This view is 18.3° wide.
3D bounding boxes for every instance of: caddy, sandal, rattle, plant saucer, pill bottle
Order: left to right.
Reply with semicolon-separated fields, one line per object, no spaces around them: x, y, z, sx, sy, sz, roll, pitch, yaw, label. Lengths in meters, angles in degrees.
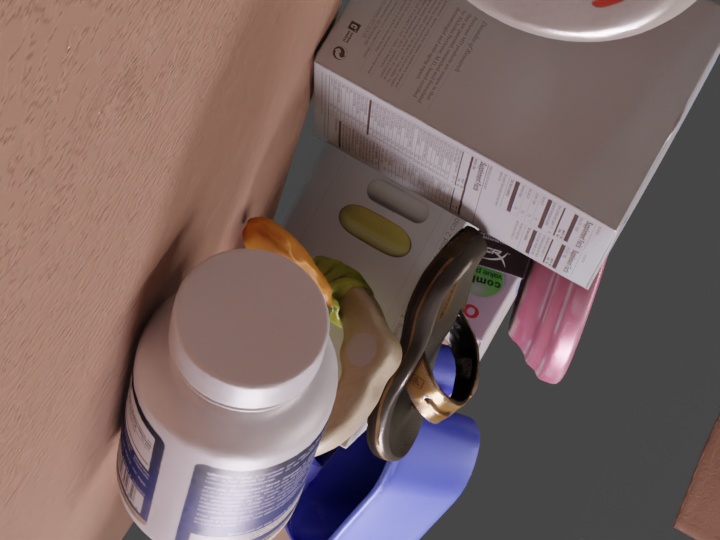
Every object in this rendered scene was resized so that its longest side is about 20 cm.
-0.082;0.072;1.373;0.200;0.131;0.143;-36;168;12;rattle
-0.072;0.072;1.219;0.111;0.111;0.200;-58;174;-30;pill bottle
0.001;0.129;1.678;0.200;0.104;0.142;-52;-141;41;caddy
0.052;0.056;1.428;0.082;0.054;0.201;-48;164;-49;sandal
0.156;-0.017;1.678;0.201;0.050;0.202;17;90;-88;plant saucer

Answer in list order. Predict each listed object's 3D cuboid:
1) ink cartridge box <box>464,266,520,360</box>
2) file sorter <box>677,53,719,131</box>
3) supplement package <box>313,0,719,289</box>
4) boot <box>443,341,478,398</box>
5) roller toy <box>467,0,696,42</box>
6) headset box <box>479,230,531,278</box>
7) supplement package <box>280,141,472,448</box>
0.068;-0.013;1.890;0.201;0.146;0.146;-59;175;-31;ink cartridge box
0.196;-0.227;1.758;0.139;0.199;0.123;104;12;-70;file sorter
0.093;-0.115;1.333;0.152;0.199;0.151;-59;174;-12;supplement package
-0.019;0.065;1.768;0.155;0.199;0.077;51;41;-48;boot
0.116;-0.220;1.118;0.140;0.182;0.201;-57;173;-45;roller toy
0.117;-0.105;1.662;0.149;0.077;0.201;-58;163;-83;headset box
0.000;0.000;1.519;0.201;0.110;0.156;-62;174;6;supplement package
